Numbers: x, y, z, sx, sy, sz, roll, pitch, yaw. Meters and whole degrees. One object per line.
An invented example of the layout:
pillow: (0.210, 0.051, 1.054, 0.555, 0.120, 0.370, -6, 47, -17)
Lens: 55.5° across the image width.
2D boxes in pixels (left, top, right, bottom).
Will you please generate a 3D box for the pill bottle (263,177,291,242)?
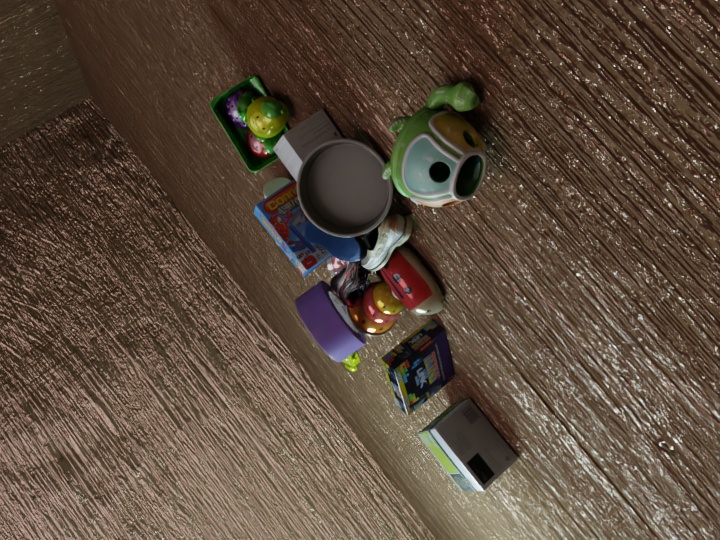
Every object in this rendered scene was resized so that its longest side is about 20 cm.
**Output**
pill bottle: (-0.209, -0.161, 1.922, 0.112, 0.112, 0.200, 41, 158, 33)

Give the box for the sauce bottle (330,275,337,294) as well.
sauce bottle: (-0.025, 0.054, 1.862, 0.066, 0.066, 0.200, 47, -177, 18)

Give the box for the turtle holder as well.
turtle holder: (0.132, -0.184, 1.045, 0.141, 0.186, 0.132, 26, -172, -47)

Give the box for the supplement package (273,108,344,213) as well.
supplement package: (-0.079, -0.225, 1.486, 0.200, 0.114, 0.110, 54, 162, -6)

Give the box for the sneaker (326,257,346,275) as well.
sneaker: (-0.041, -0.090, 1.725, 0.105, 0.075, 0.201, -6, 99, 27)

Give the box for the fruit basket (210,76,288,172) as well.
fruit basket: (-0.248, -0.355, 1.645, 0.216, 0.155, 0.216, 59, 179, 2)

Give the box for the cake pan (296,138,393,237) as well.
cake pan: (-0.030, -0.168, 1.391, 0.200, 0.200, 0.037, 55, -161, -6)

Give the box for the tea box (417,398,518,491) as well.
tea box: (0.281, 0.470, 1.830, 0.200, 0.134, 0.197, 51, 161, 7)

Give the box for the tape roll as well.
tape roll: (-0.075, 0.130, 1.755, 0.200, 0.085, 0.200, 54, -173, -9)

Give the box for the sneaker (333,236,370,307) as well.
sneaker: (0.000, 0.000, 1.664, 0.075, 0.081, 0.200, 56, 138, 42)

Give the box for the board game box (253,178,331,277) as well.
board game box: (-0.114, -0.123, 1.619, 0.196, 0.200, 0.056, 51, 161, 4)

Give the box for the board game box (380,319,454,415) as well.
board game box: (0.146, 0.243, 1.697, 0.057, 0.165, 0.200, 39, 157, 41)

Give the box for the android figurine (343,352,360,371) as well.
android figurine: (-0.066, 0.290, 2.509, 0.182, 0.041, 0.200, 59, 163, -16)

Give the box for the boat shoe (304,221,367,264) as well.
boat shoe: (-0.043, -0.074, 1.489, 0.200, 0.069, 0.084, 33, 115, 45)

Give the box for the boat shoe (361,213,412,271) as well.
boat shoe: (0.038, -0.064, 1.478, 0.200, 0.068, 0.075, 129, 145, -52)

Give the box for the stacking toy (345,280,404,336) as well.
stacking toy: (0.062, 0.070, 1.698, 0.146, 0.146, 0.200, 53, 146, 3)

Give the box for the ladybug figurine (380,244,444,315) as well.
ladybug figurine: (0.107, 0.022, 1.543, 0.200, 0.072, 0.136, 52, 162, 4)
